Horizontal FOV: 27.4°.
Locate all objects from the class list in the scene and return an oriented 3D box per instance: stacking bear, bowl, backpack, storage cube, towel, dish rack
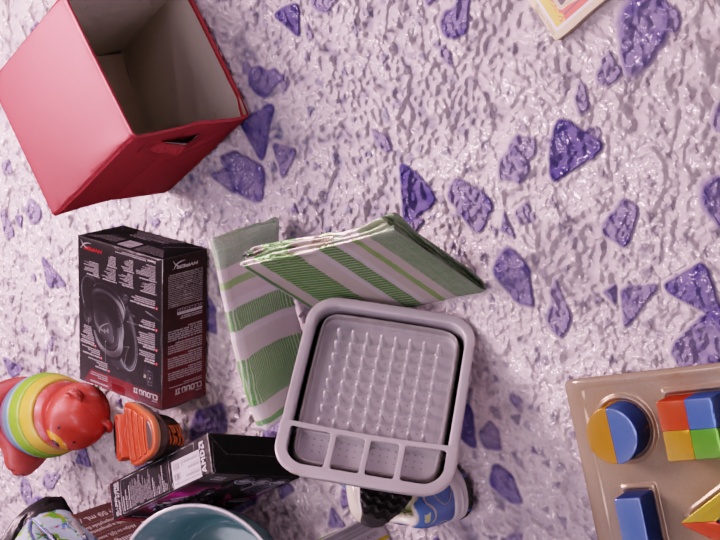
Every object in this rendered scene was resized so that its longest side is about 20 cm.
[{"bbox_3d":[-0.376,0.180,1.817,0.200,0.114,0.122,-9,122,52],"label":"stacking bear"},{"bbox_3d":[-0.162,0.353,1.674,0.200,0.105,0.202,1,93,17],"label":"bowl"},{"bbox_3d":[-0.330,0.367,1.628,0.200,0.154,0.164,35,97,22],"label":"backpack"},{"bbox_3d":[-0.263,-0.189,1.610,0.180,0.171,0.201,-37,77,42],"label":"storage cube"},{"bbox_3d":[0.000,0.000,1.450,0.199,0.152,0.024,-13,56,39],"label":"towel"},{"bbox_3d":[0.017,0.126,1.426,0.171,0.201,0.044,8,146,7],"label":"dish rack"},{"bbox_3d":[-0.098,0.053,1.537,0.023,0.152,0.201,-9,97,20],"label":"towel"}]

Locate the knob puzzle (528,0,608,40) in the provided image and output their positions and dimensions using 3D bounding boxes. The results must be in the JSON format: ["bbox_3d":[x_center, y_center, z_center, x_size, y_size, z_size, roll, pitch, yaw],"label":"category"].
[{"bbox_3d":[0.185,-0.328,1.277,0.219,0.030,0.221,11,107,39],"label":"knob puzzle"}]

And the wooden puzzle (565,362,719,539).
[{"bbox_3d":[0.273,0.182,1.315,0.199,0.046,0.186,-10,94,42],"label":"wooden puzzle"}]

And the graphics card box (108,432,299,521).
[{"bbox_3d":[-0.178,0.237,1.667,0.200,0.125,0.051,-30,60,40],"label":"graphics card box"}]

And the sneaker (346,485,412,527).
[{"bbox_3d":[0.009,0.172,1.488,0.093,0.070,0.201,-38,39,47],"label":"sneaker"}]

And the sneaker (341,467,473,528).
[{"bbox_3d":[0.019,0.211,1.524,0.199,0.077,0.076,14,111,40],"label":"sneaker"}]

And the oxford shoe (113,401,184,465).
[{"bbox_3d":[-0.236,0.184,1.698,0.200,0.072,0.072,165,101,-72],"label":"oxford shoe"}]

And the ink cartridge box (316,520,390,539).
[{"bbox_3d":[0.012,0.367,1.550,0.059,0.104,0.201,-35,77,41],"label":"ink cartridge box"}]

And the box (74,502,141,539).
[{"bbox_3d":[-0.310,0.417,1.802,0.199,0.165,0.165,28,117,33],"label":"box"}]

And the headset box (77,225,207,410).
[{"bbox_3d":[-0.255,0.062,1.727,0.148,0.077,0.201,14,110,38],"label":"headset box"}]
